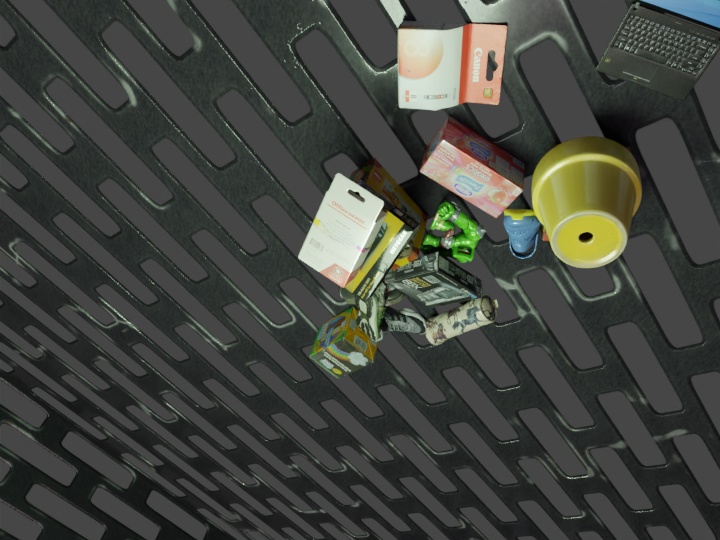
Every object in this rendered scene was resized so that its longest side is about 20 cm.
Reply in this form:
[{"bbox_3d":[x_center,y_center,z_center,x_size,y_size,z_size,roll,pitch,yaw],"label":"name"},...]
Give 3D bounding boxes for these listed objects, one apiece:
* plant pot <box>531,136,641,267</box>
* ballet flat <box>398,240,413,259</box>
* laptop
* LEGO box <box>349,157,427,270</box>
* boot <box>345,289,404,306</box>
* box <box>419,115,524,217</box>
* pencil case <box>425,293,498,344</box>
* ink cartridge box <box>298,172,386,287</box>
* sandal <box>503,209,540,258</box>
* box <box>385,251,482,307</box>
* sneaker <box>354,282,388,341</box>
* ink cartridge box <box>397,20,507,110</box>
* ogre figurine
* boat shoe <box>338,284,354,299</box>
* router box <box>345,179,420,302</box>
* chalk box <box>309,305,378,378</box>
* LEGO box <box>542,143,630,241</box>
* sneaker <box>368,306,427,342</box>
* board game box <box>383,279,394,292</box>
[{"bbox_3d":[0.420,-0.115,1.116,0.199,0.190,0.202,9,134,10],"label":"plant pot"},{"bbox_3d":[0.015,-0.049,1.286,0.198,0.047,0.068,5,132,15],"label":"ballet flat"},{"bbox_3d":[0.527,-0.378,1.004,0.176,0.104,0.201,20,135,0],"label":"laptop"},{"bbox_3d":[0.054,-0.126,1.351,0.077,0.150,0.200,-27,119,36],"label":"LEGO box"},{"bbox_3d":[0.015,-0.002,1.557,0.180,0.073,0.201,-3,122,11],"label":"boot"},{"bbox_3d":[0.235,-0.215,1.253,0.199,0.103,0.095,29,134,-11],"label":"box"},{"bbox_3d":[0.267,0.129,1.583,0.199,0.089,0.078,-30,90,36],"label":"pencil case"},{"bbox_3d":[-0.028,-0.084,1.174,0.116,0.067,0.201,33,118,10],"label":"ink cartridge box"},{"bbox_3d":[0.349,-0.079,1.284,0.079,0.088,0.200,6,173,24],"label":"sandal"},{"bbox_3d":[0.181,0.027,1.469,0.157,0.050,0.199,-15,150,38],"label":"box"},{"bbox_3d":[0.041,0.104,1.511,0.077,0.088,0.201,40,152,28],"label":"sneaker"},{"bbox_3d":[0.171,-0.387,1.151,0.198,0.050,0.163,9,134,14],"label":"ink cartridge box"},{"bbox_3d":[0.215,-0.077,1.392,0.119,0.098,0.201,24,131,3],"label":"ogre figurine"},{"bbox_3d":[-0.002,-0.002,1.447,0.073,0.063,0.202,34,123,-1],"label":"boat shoe"},{"bbox_3d":[0.005,-0.059,1.237,0.157,0.052,0.201,37,118,8],"label":"router box"},{"bbox_3d":[-0.057,0.218,1.740,0.125,0.125,0.199,41,132,-22],"label":"chalk box"},{"bbox_3d":[0.466,-0.156,1.249,0.147,0.077,0.201,5,133,14],"label":"LEGO box"},{"bbox_3d":[0.085,0.153,1.636,0.199,0.114,0.076,23,135,-4],"label":"sneaker"},{"bbox_3d":[0.042,-0.023,1.487,0.199,0.039,0.159,28,110,-19],"label":"board game box"}]
